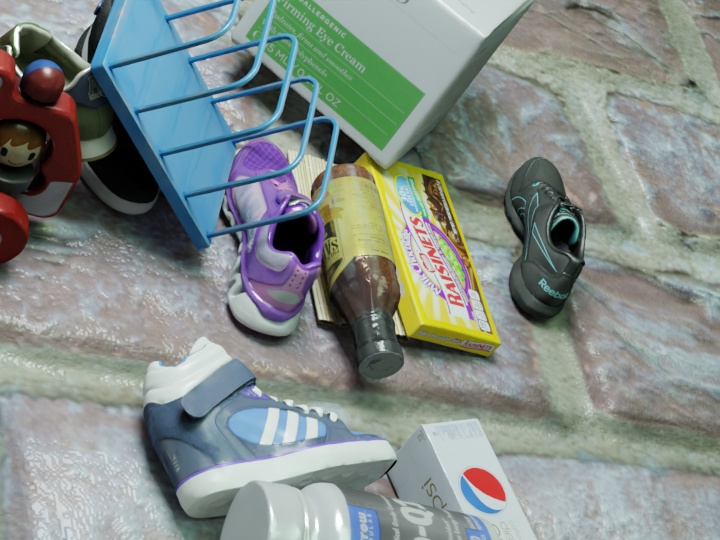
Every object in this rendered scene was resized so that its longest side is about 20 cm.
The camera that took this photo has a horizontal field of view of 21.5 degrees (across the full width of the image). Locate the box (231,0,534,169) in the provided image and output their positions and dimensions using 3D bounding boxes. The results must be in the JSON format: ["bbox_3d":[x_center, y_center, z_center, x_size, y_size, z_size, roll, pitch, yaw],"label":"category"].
[{"bbox_3d":[0.025,-0.241,1.795,0.199,0.172,0.200,40,26,2],"label":"box"}]

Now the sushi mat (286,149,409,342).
[{"bbox_3d":[-0.012,-0.025,1.719,0.095,0.012,0.201,11,48,-28],"label":"sushi mat"}]

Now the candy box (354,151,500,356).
[{"bbox_3d":[0.060,-0.016,1.744,0.102,0.026,0.201,13,46,-37],"label":"candy box"}]

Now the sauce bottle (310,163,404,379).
[{"bbox_3d":[0.000,0.000,1.645,0.066,0.066,0.201,12,46,-28],"label":"sauce bottle"}]

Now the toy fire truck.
[{"bbox_3d":[-0.306,-0.107,1.459,0.199,0.168,0.113,16,45,-24],"label":"toy fire truck"}]

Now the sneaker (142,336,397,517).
[{"bbox_3d":[-0.077,0.109,1.495,0.199,0.081,0.147,-6,61,-33],"label":"sneaker"}]

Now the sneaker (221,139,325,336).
[{"bbox_3d":[-0.069,-0.043,1.636,0.080,0.089,0.201,16,45,-25],"label":"sneaker"}]

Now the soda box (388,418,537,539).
[{"bbox_3d":[0.096,0.222,1.529,0.063,0.068,0.201,-2,54,-37],"label":"soda box"}]

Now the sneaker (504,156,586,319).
[{"bbox_3d":[0.189,-0.044,1.834,0.075,0.079,0.201,20,42,-19],"label":"sneaker"}]

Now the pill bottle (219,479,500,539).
[{"bbox_3d":[0.000,0.223,1.422,0.199,0.114,0.114,15,45,-25],"label":"pill bottle"}]

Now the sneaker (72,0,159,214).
[{"bbox_3d":[-0.202,-0.156,1.622,0.073,0.112,0.201,4,50,-30],"label":"sneaker"}]

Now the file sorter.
[{"bbox_3d":[-0.112,-0.145,1.562,0.139,0.122,0.201,-79,150,-46],"label":"file sorter"}]

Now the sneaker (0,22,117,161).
[{"bbox_3d":[-0.279,-0.171,1.548,0.199,0.090,0.067,29,48,23],"label":"sneaker"}]
